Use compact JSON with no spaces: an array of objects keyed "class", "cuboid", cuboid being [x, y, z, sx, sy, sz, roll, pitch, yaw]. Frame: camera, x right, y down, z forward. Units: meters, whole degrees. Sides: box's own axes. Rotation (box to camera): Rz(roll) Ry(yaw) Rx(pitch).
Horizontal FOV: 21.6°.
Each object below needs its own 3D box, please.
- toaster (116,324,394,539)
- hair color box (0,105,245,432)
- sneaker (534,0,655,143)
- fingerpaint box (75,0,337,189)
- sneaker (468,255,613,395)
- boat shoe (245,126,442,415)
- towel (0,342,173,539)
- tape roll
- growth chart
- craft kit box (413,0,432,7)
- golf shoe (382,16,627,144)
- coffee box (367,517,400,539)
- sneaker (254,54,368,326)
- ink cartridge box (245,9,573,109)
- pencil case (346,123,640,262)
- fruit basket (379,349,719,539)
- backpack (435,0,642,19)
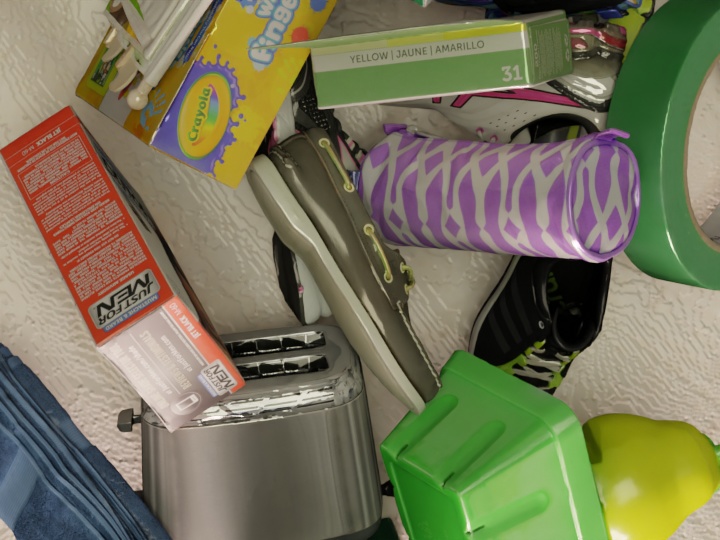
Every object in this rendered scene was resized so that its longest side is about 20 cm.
[{"class":"toaster","cuboid":[-0.063,0.117,1.294,0.199,0.114,0.130,-6,116,-1]},{"class":"hair color box","cuboid":[-0.157,-0.003,1.236,0.064,0.200,0.111,-32,140,0]},{"class":"sneaker","cuboid":[0.136,-0.112,1.332,0.081,0.074,0.201,25,93,13]},{"class":"fingerpaint box","cuboid":[-0.090,-0.172,1.246,0.073,0.167,0.201,27,93,-30]},{"class":"sneaker","cuboid":[0.124,0.037,1.299,0.071,0.083,0.201,7,124,-12]},{"class":"boat shoe","cuboid":[0.001,0.000,1.248,0.060,0.072,0.202,-33,92,-14]},{"class":"towel","cuboid":[-0.213,0.151,1.284,0.200,0.112,0.048,47,46,12]},{"class":"tape roll","cuboid":[0.241,-0.089,1.283,0.200,0.048,0.202,-15,110,-45]},{"class":"growth chart","cuboid":[-0.128,-0.200,1.234,0.018,0.200,0.145,27,116,-30]},{"class":"craft kit box","cuboid":[0.028,-0.275,1.145,0.200,0.049,0.197,37,67,22]},{"class":"golf shoe","cuboid":[0.084,-0.119,1.282,0.199,0.073,0.093,0,90,30]},{"class":"coffee box","cuboid":[-0.019,0.229,1.280,0.122,0.200,0.044,-19,100,-4]},{"class":"sneaker","cuboid":[-0.024,-0.067,1.322,0.086,0.080,0.201,-12,105,-15]},{"class":"ink cartridge box","cuboid":[0.036,-0.127,1.156,0.145,0.200,0.048,-5,99,22]},{"class":"pencil case","cuboid":[0.088,-0.053,1.243,0.084,0.199,0.086,12,86,-48]},{"class":"fruit basket","cuboid":[0.138,0.151,1.291,0.215,0.155,0.217,-13,113,-32]},{"class":"backpack","cuboid":[0.087,-0.254,1.266,0.199,0.135,0.184,-4,69,24]}]
